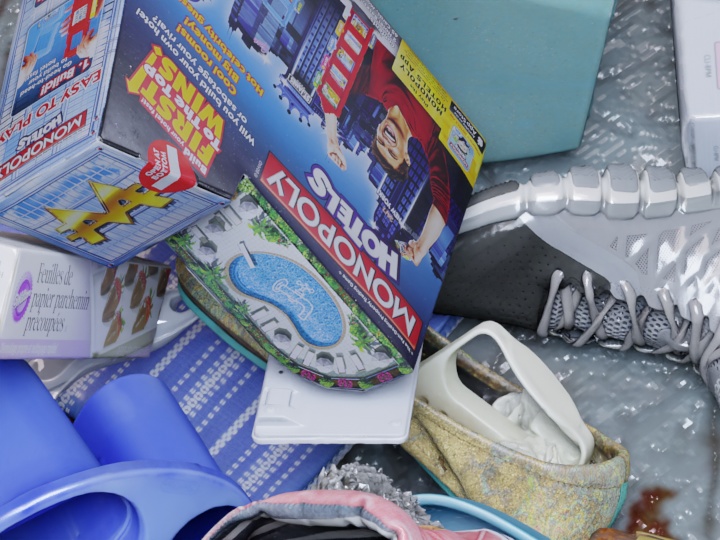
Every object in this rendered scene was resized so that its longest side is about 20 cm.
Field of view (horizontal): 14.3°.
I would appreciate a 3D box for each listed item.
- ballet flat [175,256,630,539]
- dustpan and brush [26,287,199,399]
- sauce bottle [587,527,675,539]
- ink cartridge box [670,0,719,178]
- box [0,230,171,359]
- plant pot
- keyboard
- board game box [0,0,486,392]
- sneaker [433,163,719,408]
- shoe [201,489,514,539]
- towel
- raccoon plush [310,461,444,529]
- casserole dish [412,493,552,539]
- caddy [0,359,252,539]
[{"bbox_3d":[0.021,0.035,1.116,0.200,0.071,0.071,38,69,7],"label":"ballet flat"},{"bbox_3d":[-0.150,0.057,1.149,0.200,0.057,0.140,-22,65,-8],"label":"dustpan and brush"},{"bbox_3d":[0.175,0.147,1.060,0.200,0.066,0.066,14,62,16],"label":"sauce bottle"},{"bbox_3d":[0.230,-0.115,1.203,0.200,0.057,0.163,-6,50,9],"label":"ink cartridge box"},{"bbox_3d":[-0.114,0.009,1.034,0.041,0.200,0.039,14,91,10],"label":"box"},{"bbox_3d":[0.008,-0.129,1.190,0.200,0.141,0.142,13,52,4],"label":"plant pot"},{"bbox_3d":[0.000,0.000,1.094,0.056,0.011,0.200,4,38,5],"label":"keyboard"},{"bbox_3d":[-0.053,-0.051,1.027,0.062,0.200,0.200,-28,23,31],"label":"board game box"},{"bbox_3d":[0.120,0.021,1.130,0.200,0.075,0.116,-8,63,-5],"label":"sneaker"},{"bbox_3d":[-0.044,0.115,0.910,0.200,0.091,0.072,-17,63,30],"label":"shoe"},{"bbox_3d":[-0.073,0.008,1.194,0.200,0.024,0.145,35,70,23],"label":"towel"},{"bbox_3d":[0.064,0.122,0.993,0.200,0.097,0.134,-8,82,-10],"label":"raccoon plush"},{"bbox_3d":[0.068,0.159,1.043,0.200,0.039,0.121,32,110,12],"label":"casserole dish"},{"bbox_3d":[-0.124,0.125,1.040,0.200,0.141,0.105,-53,49,26],"label":"caddy"}]
